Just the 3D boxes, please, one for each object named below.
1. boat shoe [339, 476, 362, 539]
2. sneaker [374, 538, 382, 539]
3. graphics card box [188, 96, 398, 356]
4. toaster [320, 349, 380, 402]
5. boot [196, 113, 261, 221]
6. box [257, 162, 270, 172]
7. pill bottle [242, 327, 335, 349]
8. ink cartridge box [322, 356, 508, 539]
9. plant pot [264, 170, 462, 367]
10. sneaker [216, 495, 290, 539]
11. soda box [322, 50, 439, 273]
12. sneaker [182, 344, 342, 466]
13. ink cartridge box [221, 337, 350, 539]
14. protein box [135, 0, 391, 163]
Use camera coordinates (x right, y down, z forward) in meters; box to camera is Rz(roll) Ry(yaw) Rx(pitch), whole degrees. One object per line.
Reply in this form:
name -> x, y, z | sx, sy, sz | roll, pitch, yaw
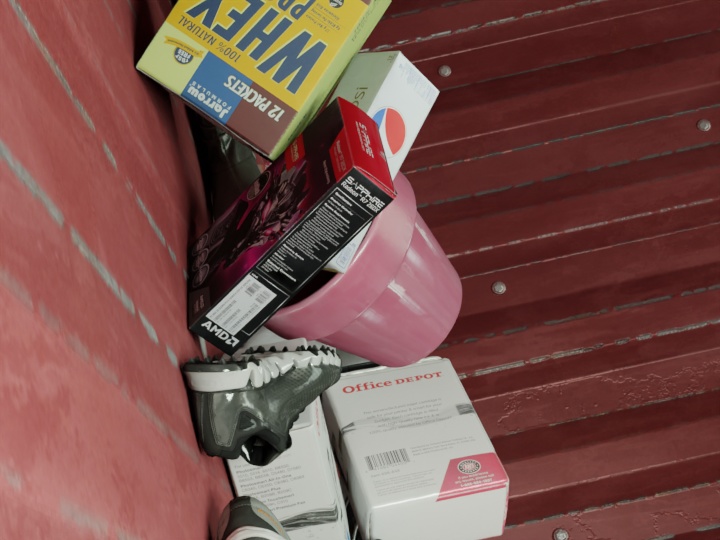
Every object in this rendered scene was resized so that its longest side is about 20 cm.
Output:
boat shoe -> -0.009, 0.292, 1.319 | 0.072, 0.067, 0.201 | 85, 23, -51
sneaker -> 0.001, 0.318, 1.187 | 0.200, 0.075, 0.116 | -26, -130, 60
graphics card box -> -0.062, -0.038, 1.016 | 0.051, 0.200, 0.126 | 35, 23, -27
toaster -> -0.031, 0.131, 1.452 | 0.201, 0.180, 0.119 | 79, -4, -51
boot -> -0.148, -0.127, 1.329 | 0.200, 0.067, 0.131 | -115, -173, -57
box -> -0.103, -0.030, 1.561 | 0.095, 0.102, 0.201 | 77, 2, -64
pill bottle -> -0.089, 0.024, 1.366 | 0.105, 0.104, 0.201 | 78, 0, -45
ink cartridge box -> 0.052, 0.190, 1.284 | 0.200, 0.145, 0.085 | -113, -162, -51
plant pot -> 0.000, 0.000, 1.229 | 0.179, 0.200, 0.201 | 38, 27, -38
sneaker -> -0.059, 0.251, 0.918 | 0.079, 0.074, 0.201 | -112, -172, -59
soda box -> -0.010, -0.099, 1.123 | 0.068, 0.201, 0.064 | 9, -24, 50
sneaker -> -0.075, 0.107, 0.988 | 0.200, 0.066, 0.091 | -2, 91, -64
ink cartridge box -> -0.065, 0.185, 1.125 | 0.146, 0.084, 0.201 | -102, 180, -61
protein box -> -0.076, -0.213, 1.097 | 0.135, 0.199, 0.200 | 34, 2, -2
